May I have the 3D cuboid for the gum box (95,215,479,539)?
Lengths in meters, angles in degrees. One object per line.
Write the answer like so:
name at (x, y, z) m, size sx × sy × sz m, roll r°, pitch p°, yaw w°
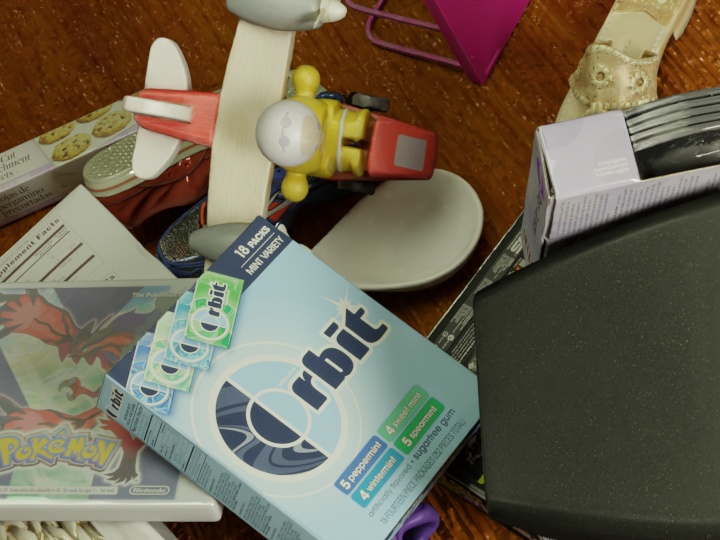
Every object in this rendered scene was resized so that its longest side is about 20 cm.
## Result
gum box at (-0.038, 0.082, 1.356) m, size 0.199 × 0.045 × 0.170 m, roll 36°, pitch 54°, yaw 8°

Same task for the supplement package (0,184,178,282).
supplement package at (-0.165, 0.053, 1.525) m, size 0.109 × 0.114 × 0.200 m, roll -43°, pitch 53°, yaw -8°

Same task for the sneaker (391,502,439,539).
sneaker at (0.012, 0.230, 1.364) m, size 0.083 × 0.081 × 0.202 m, roll -1°, pitch 59°, yaw 16°

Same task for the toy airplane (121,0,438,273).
toy airplane at (-0.067, -0.099, 1.466) m, size 0.198 × 0.201 × 0.141 m, roll -35°, pitch 8°, yaw -5°

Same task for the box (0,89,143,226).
box at (-0.222, -0.091, 1.685) m, size 0.198 × 0.039 × 0.042 m, roll -22°, pitch 53°, yaw 9°

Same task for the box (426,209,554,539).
box at (0.123, 0.069, 1.434) m, size 0.160 × 0.044 × 0.201 m, roll 29°, pitch 75°, yaw 34°

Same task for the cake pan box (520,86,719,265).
cake pan box at (0.190, -0.049, 1.277) m, size 0.182 × 0.200 × 0.053 m, roll -14°, pitch 72°, yaw -2°

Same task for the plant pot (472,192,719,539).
plant pot at (0.170, 0.078, 1.278) m, size 0.176 × 0.199 × 0.202 m, roll -7°, pitch 77°, yaw 18°

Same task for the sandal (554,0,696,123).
sandal at (0.180, -0.150, 1.528) m, size 0.077 × 0.070 × 0.213 m, roll 12°, pitch 66°, yaw 29°

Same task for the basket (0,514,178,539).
basket at (-0.179, 0.211, 1.422) m, size 0.123 × 0.136 × 0.200 m, roll -46°, pitch 53°, yaw -6°

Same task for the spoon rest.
spoon rest at (0.000, 0.000, 1.520) m, size 0.199 × 0.061 × 0.100 m, roll -38°, pitch 53°, yaw -1°

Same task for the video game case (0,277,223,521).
video game case at (-0.173, 0.082, 1.405) m, size 0.198 × 0.023 × 0.183 m, roll -2°, pitch 52°, yaw 14°

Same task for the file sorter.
file sorter at (0.039, -0.263, 1.580) m, size 0.125 × 0.200 × 0.140 m, roll 18°, pitch 68°, yaw 34°

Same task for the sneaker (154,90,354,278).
sneaker at (-0.073, -0.067, 1.581) m, size 0.199 × 0.079 × 0.075 m, roll -39°, pitch 52°, yaw -3°

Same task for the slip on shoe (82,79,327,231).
slip on shoe at (-0.113, -0.091, 1.630) m, size 0.199 × 0.062 × 0.074 m, roll -27°, pitch 32°, yaw -10°
